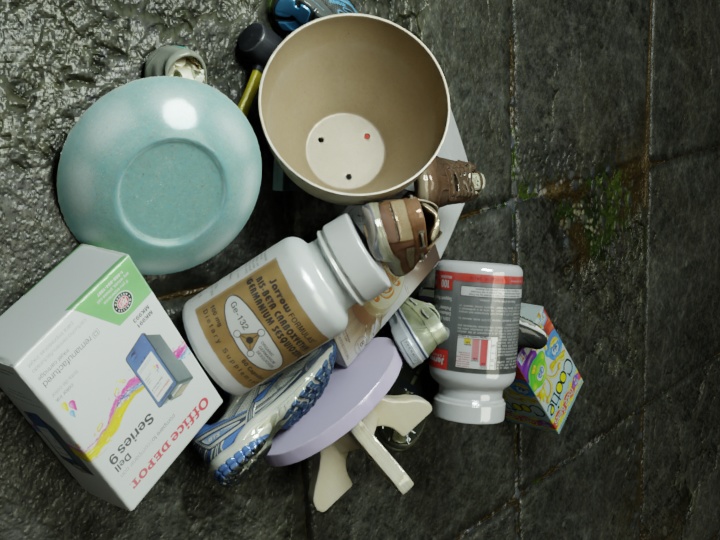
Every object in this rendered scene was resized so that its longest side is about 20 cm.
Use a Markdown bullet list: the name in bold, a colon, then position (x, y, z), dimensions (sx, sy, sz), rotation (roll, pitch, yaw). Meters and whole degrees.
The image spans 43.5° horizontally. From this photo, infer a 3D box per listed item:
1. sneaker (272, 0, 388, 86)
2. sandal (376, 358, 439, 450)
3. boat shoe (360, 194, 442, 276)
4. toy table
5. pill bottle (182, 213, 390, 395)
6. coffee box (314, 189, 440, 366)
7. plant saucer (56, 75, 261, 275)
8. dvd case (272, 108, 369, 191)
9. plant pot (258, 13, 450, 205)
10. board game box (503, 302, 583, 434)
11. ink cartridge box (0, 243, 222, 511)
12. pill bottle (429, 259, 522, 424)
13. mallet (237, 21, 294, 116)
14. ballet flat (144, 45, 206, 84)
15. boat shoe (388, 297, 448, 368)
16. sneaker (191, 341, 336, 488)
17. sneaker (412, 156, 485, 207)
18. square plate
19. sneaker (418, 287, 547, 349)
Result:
- **sneaker**: position (-0.011, -0.269, 1.045), dimensions (0.200, 0.073, 0.083), rotation (42, 50, -32)
- **sandal**: position (0.072, 0.168, 1.239), dimensions (0.201, 0.079, 0.058), rotation (-50, 172, -40)
- **boat shoe**: position (0.056, -0.039, 0.977), dimensions (0.200, 0.071, 0.077), rotation (4, 68, -79)
- **toy table**: position (-0.013, 0.186, 1.070), dimensions (0.199, 0.184, 0.118), rotation (-35, 115, -2)
- **pill bottle**: position (-0.074, 0.032, 0.935), dimensions (0.199, 0.115, 0.115), rotation (-32, 129, 6)
- **coffee box**: position (0.000, 0.000, 1.098), dimensions (0.200, 0.079, 0.115), rotation (-48, 135, -28)
- **plant saucer**: position (-0.182, -0.079, 0.855), dimensions (0.199, 0.039, 0.203), rotation (-12, 121, -21)
- **dvd case**: position (-0.026, -0.167, 1.100), dimensions (0.199, 0.022, 0.148), rotation (-4, 99, -50)
- **plant pot**: position (-0.012, -0.155, 0.984), dimensions (0.135, 0.198, 0.202), rotation (112, 1, -75)
- **board game box**: position (0.255, 0.150, 1.410), dimensions (0.104, 0.104, 0.201), rotation (-57, 133, -24)
- **ink cartridge box**: position (-0.239, 0.101, 0.849), dimensions (0.146, 0.087, 0.201), rotation (-49, 132, -32)
- **pill bottle**: position (0.148, 0.091, 1.175), dimensions (0.115, 0.115, 0.203), rotation (2, 92, -49)
- **mallet**: position (-0.124, -0.164, 0.981), dimensions (0.066, 0.041, 0.203), rotation (21, 85, -50)
- **ballet flat**: position (-0.178, -0.120, 0.900), dimensions (0.067, 0.063, 0.203), rotation (-15, 107, -45)
- **boat shoe**: position (0.072, 0.070, 1.134), dimensions (0.062, 0.200, 0.073), rotation (-28, 103, 3)
- **sneaker**: position (-0.107, 0.138, 0.998), dimensions (0.200, 0.085, 0.077), rotation (-44, 163, -25)
- **sneaker**: position (0.107, -0.111, 1.077), dimensions (0.200, 0.074, 0.071), rotation (-35, 119, -77)
- **square plate**: position (0.089, -0.140, 1.202), dimensions (0.199, 0.028, 0.201), rotation (-62, 138, -41)
- **sneaker**: position (0.163, 0.094, 1.272), dimensions (0.198, 0.076, 0.089), rotation (18, 80, -9)
